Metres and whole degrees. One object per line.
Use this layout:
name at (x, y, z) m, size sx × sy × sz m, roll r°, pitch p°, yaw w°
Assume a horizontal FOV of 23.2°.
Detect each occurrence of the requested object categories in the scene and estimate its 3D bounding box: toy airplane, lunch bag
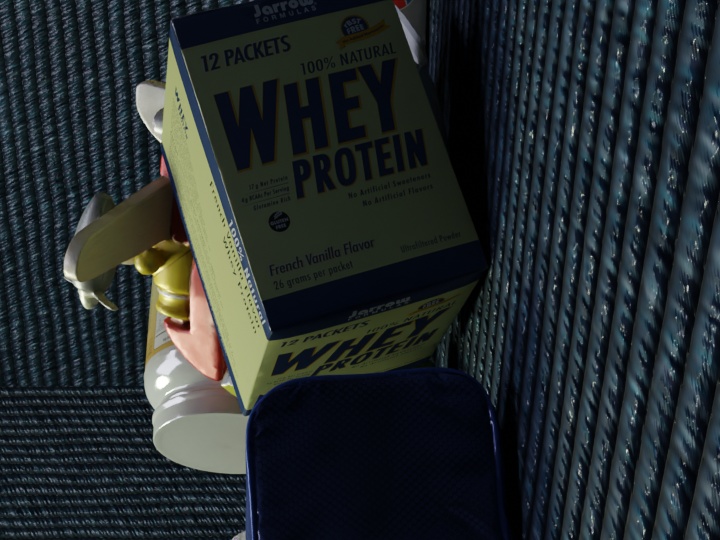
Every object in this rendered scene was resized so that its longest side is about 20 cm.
toy airplane at (-0.136, -0.042, 1.274) m, size 0.200 × 0.140 × 0.201 m, roll 40°, pitch -127°, yaw -49°
lunch bag at (0.009, 0.164, 0.906) m, size 0.133 × 0.135 × 0.202 m, roll 94°, pitch 173°, yaw -66°

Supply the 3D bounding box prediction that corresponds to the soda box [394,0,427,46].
soda box at (0.022, -0.266, 1.404) m, size 0.070 × 0.063 × 0.202 m, roll -98°, pitch 9°, yaw -72°

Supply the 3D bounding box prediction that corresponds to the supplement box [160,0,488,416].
supplement box at (-0.032, -0.042, 1.085) m, size 0.200 × 0.133 × 0.201 m, roll 113°, pitch 140°, yaw -70°

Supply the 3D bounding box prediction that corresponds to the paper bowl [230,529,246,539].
paper bowl at (-0.023, 0.294, 1.506) m, size 0.202 × 0.104 × 0.201 m, roll 59°, pitch 177°, yaw 4°

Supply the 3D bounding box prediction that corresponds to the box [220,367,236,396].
box at (-0.026, 0.003, 1.229) m, size 0.075 × 0.050 × 0.201 m, roll -10°, pitch 51°, yaw 47°

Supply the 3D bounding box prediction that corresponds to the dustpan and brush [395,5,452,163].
dustpan and brush at (0.031, -0.064, 1.181) m, size 0.140 × 0.057 × 0.201 m, roll -112°, pitch 5°, yaw -67°

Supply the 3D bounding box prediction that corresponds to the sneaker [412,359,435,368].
sneaker at (0.038, 0.118, 1.167) m, size 0.200 × 0.070 × 0.083 m, roll -96°, pitch -7°, yaw -77°

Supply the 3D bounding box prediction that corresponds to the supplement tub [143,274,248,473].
supplement tub at (-0.100, 0.049, 1.412) m, size 0.145 × 0.143 × 0.201 m, roll 94°, pitch 177°, yaw -62°
